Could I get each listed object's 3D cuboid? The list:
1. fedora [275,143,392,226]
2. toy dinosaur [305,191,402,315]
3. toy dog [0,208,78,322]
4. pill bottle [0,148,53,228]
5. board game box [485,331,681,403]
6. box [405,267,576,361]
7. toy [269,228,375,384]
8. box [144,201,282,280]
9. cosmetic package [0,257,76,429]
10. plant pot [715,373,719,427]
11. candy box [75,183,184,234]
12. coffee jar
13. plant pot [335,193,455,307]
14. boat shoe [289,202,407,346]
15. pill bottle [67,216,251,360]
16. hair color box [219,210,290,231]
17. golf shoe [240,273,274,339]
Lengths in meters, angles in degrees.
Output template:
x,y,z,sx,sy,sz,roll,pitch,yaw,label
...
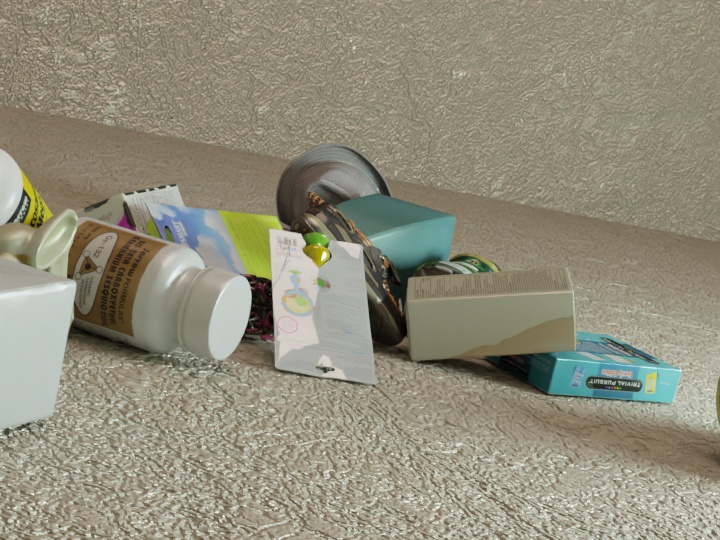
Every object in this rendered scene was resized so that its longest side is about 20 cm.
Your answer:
x,y,z,sx,sy,sz,roll,pitch,yaw,label
-0.039,-0.085,2.046,0.176,0.201,0.090,-24,11,8,fedora
-0.023,-0.005,1.748,0.135,0.103,0.200,-18,51,-31,toy dinosaur
-0.389,0.011,1.267,0.199,0.140,0.194,15,37,13,toy dog
-0.395,-0.063,1.426,0.112,0.113,0.200,15,-22,14,pill bottle
0.276,0.116,1.703,0.199,0.047,0.151,7,11,-30,board game box
0.155,0.051,1.632,0.199,0.078,0.095,-4,19,6,box
-0.049,0.047,1.518,0.114,0.047,0.201,10,50,-17,toy
-0.165,-0.018,1.623,0.199,0.048,0.122,4,46,-43,box
-0.364,0.046,1.044,0.198,0.124,0.200,16,11,22,cosmetic package
0.517,0.156,1.482,0.187,0.188,0.200,22,-2,44,plant pot
-0.310,-0.053,1.701,0.136,0.061,0.200,-21,2,14,candy box
0.127,0.033,1.820,0.085,0.105,0.200,18,10,18,coffee jar
0.015,-0.020,1.893,0.141,0.142,0.200,18,13,29,plant pot
0.000,0.000,1.644,0.073,0.200,0.074,-44,15,-32,boat shoe
-0.220,0.023,1.396,0.199,0.115,0.114,16,10,20,pill bottle
-0.138,-0.034,1.989,0.110,0.064,0.200,6,10,-29,hair color box
-0.104,0.050,1.581,0.199,0.073,0.092,1,-18,-30,golf shoe
